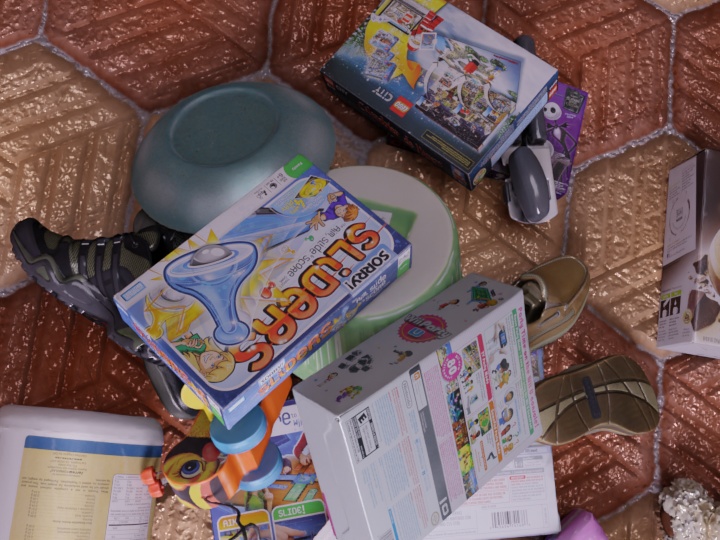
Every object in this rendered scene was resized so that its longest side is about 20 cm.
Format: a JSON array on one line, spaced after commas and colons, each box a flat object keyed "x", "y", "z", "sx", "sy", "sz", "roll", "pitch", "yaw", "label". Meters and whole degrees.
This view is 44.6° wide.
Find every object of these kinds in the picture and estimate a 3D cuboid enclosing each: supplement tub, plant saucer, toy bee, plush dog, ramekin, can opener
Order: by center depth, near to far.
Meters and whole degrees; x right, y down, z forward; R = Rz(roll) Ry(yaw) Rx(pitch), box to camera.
[{"x": -0.123, "y": 0.145, "z": 0.721, "sx": 0.107, "sy": 0.200, "sz": 0.133, "roll": -5, "pitch": 109, "yaw": 11, "label": "toy bee"}, {"x": -0.247, "y": 0.219, "z": 0.734, "sx": 0.143, "sy": 0.145, "sz": 0.203, "roll": 7, "pitch": 79, "yaw": -8, "label": "supplement tub"}, {"x": 0.000, "y": 0.000, "z": 0.797, "sx": 0.197, "sy": 0.098, "sz": 0.202, "roll": -2, "pitch": 53, "yaw": 3, "label": "ramekin"}, {"x": -0.123, "y": -0.121, "z": 0.818, "sx": 0.198, "sy": 0.039, "sz": 0.203, "roll": -5, "pitch": 52, "yaw": 6, "label": "plant saucer"}, {"x": 0.401, "y": 0.276, "z": 0.822, "sx": 0.159, "sy": 0.172, "sz": 0.202, "roll": -19, "pitch": 83, "yaw": -13, "label": "plush dog"}, {"x": 0.168, "y": -0.146, "z": 0.883, "sx": 0.053, "sy": 0.067, "sz": 0.203, "roll": -4, "pitch": 81, "yaw": -10, "label": "can opener"}]

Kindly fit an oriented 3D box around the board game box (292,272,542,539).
[{"x": 0.055, "y": 0.115, "z": 0.704, "sx": 0.199, "sy": 0.064, "sz": 0.149, "roll": -30, "pitch": 120, "yaw": -31, "label": "board game box"}]

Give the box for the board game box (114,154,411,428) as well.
[{"x": -0.074, "y": 0.009, "z": 0.699, "sx": 0.135, "sy": 0.035, "sz": 0.200, "roll": 39, "pitch": 66, "yaw": 23, "label": "board game box"}]

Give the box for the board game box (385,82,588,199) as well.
[{"x": 0.135, "y": -0.162, "z": 0.930, "sx": 0.198, "sy": 0.032, "sz": 0.122, "roll": 16, "pitch": 74, "yaw": -6, "label": "board game box"}]

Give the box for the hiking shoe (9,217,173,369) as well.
[{"x": -0.213, "y": -0.001, "z": 0.768, "sx": 0.199, "sy": 0.076, "sz": 0.101, "roll": 33, "pitch": 79, "yaw": 13, "label": "hiking shoe"}]

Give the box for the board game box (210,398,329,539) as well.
[{"x": -0.042, "y": 0.182, "z": 0.799, "sx": 0.197, "sy": 0.034, "sz": 0.137, "roll": -11, "pitch": 78, "yaw": 7, "label": "board game box"}]

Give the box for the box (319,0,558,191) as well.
[{"x": 0.076, "y": -0.189, "z": 0.873, "sx": 0.199, "sy": 0.038, "sz": 0.137, "roll": 39, "pitch": 83, "yaw": 23, "label": "box"}]

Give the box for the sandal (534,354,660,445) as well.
[{"x": 0.220, "y": 0.131, "z": 0.863, "sx": 0.198, "sy": 0.054, "sz": 0.081, "roll": -4, "pitch": 77, "yaw": -35, "label": "sandal"}]

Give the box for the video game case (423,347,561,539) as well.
[{"x": 0.086, "y": 0.167, "z": 0.852, "sx": 0.197, "sy": 0.045, "sz": 0.184, "roll": -2, "pitch": 81, "yaw": -10, "label": "video game case"}]

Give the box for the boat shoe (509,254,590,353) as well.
[{"x": 0.166, "y": 0.033, "z": 0.844, "sx": 0.071, "sy": 0.077, "sz": 0.200, "roll": 33, "pitch": 50, "yaw": 23, "label": "boat shoe"}]

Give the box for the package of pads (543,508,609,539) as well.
[{"x": 0.181, "y": 0.336, "z": 0.822, "sx": 0.200, "sy": 0.076, "sz": 0.121, "roll": -40, "pitch": 84, "yaw": -15, "label": "package of pads"}]

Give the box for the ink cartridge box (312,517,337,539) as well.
[{"x": -0.027, "y": 0.312, "z": 0.758, "sx": 0.161, "sy": 0.050, "sz": 0.200, "roll": -48, "pitch": 122, "yaw": -14, "label": "ink cartridge box"}]

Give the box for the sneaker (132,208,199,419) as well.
[{"x": -0.144, "y": 0.031, "z": 0.808, "sx": 0.113, "sy": 0.076, "sz": 0.202, "roll": -10, "pitch": 77, "yaw": 15, "label": "sneaker"}]

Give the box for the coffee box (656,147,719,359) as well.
[{"x": 0.384, "y": -0.013, "z": 0.917, "sx": 0.111, "sy": 0.080, "sz": 0.203, "roll": 9, "pitch": 79, "yaw": -7, "label": "coffee box"}]
